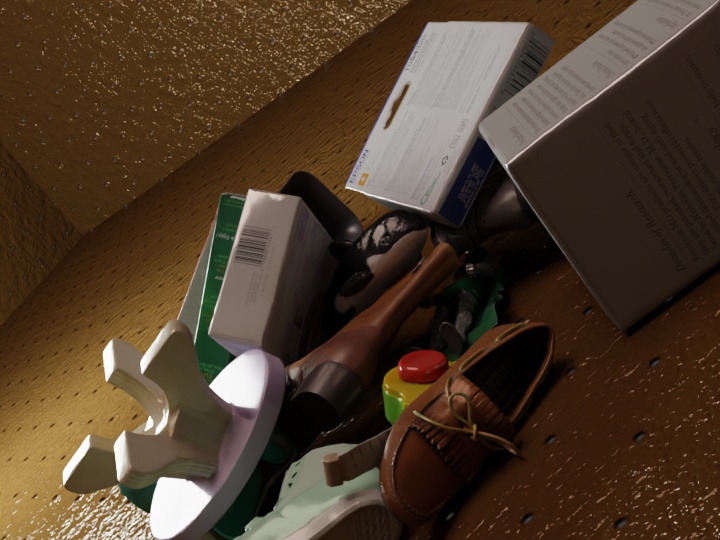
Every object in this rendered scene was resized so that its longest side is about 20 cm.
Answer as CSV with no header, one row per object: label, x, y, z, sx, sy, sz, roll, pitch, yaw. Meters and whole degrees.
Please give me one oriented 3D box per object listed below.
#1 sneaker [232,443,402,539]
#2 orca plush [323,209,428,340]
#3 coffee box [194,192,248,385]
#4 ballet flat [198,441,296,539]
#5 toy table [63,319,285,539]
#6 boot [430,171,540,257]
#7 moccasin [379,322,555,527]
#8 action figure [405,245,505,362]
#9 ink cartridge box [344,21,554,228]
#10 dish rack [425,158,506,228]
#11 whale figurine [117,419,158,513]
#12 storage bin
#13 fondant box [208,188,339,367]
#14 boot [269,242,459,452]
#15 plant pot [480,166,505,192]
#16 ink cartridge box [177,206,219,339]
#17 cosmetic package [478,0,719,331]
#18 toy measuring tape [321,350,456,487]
sneaker,-0.063,0.211,1.020,0.199,0.074,0.118,-29,22,3
orca plush,0.000,0.000,1.283,0.104,0.071,0.201,-25,-25,-28
coffee box,-0.115,0.029,1.307,0.123,0.043,0.203,9,-88,-72
ballet flat,-0.108,0.189,1.232,0.069,0.070,0.201,-27,21,40
toy table,-0.164,0.139,1.130,0.201,0.116,0.184,-59,28,9
boot,0.143,-0.074,1.274,0.131,0.070,0.200,-27,2,29
moccasin,0.084,0.110,0.976,0.201,0.074,0.078,-39,3,-36
action figure,0.094,0.028,1.218,0.118,0.055,0.200,-35,11,28
ink cartridge box,0.081,-0.147,1.271,0.198,0.043,0.200,-63,25,-2
dish rack,0.138,-0.116,1.373,0.153,0.055,0.200,-44,-10,28
whale figurine,-0.175,0.195,1.347,0.158,0.104,0.200,-36,-9,1
storage bin,-0.112,-0.018,1.705,0.134,0.145,0.201,-41,11,37
fondant box,-0.073,0.026,1.272,0.058,0.200,0.146,10,75,18
boot,-0.014,0.063,1.191,0.200,0.068,0.188,-52,6,-31
plant pot,0.119,-0.137,1.426,0.198,0.028,0.201,-25,-27,-14
ink cartridge box,-0.153,0.042,1.486,0.176,0.083,0.202,126,164,-87
cosmetic package,0.224,-0.096,1.028,0.199,0.167,0.168,-37,15,9
toy measuring tape,0.026,0.113,1.033,0.199,0.074,0.073,-25,2,-41
